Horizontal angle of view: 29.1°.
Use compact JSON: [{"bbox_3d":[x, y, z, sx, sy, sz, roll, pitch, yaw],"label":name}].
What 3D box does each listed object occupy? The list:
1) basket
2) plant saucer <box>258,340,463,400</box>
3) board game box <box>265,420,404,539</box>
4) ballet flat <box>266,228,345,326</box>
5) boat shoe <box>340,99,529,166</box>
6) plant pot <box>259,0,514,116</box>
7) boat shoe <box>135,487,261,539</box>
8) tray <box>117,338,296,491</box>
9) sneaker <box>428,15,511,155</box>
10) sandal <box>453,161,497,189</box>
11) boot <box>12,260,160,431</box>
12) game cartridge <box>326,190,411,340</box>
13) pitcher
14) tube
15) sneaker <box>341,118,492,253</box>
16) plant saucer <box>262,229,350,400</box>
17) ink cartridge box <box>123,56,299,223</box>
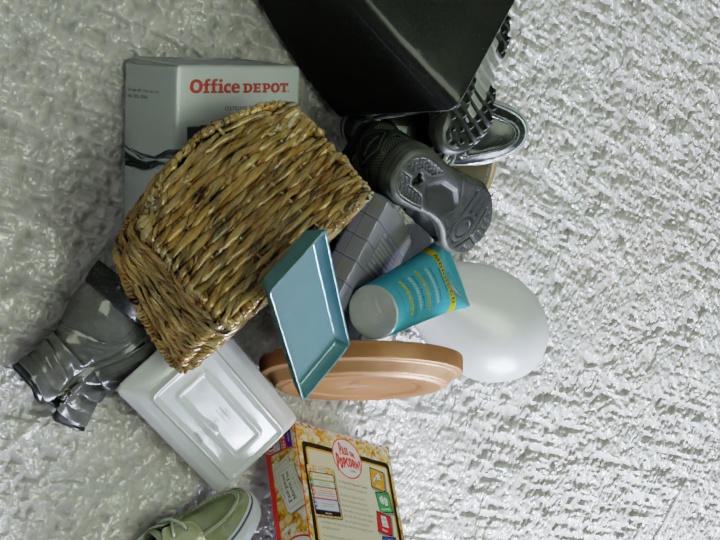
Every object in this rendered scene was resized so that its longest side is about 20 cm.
[{"bbox_3d":[-0.116,-0.035,1.177,0.143,0.149,0.200,46,60,-1],"label":"basket"},{"bbox_3d":[0.001,0.100,1.344,0.199,0.199,0.033,13,70,-44],"label":"plant saucer"},{"bbox_3d":[-0.018,0.263,1.394,0.151,0.046,0.201,23,48,-44],"label":"board game box"},{"bbox_3d":[-0.031,-0.019,1.392,0.072,0.071,0.201,44,71,-40],"label":"ballet flat"},{"bbox_3d":[0.081,-0.140,1.398,0.198,0.068,0.074,6,104,-15],"label":"boat shoe"},{"bbox_3d":[0.018,-0.280,1.292,0.177,0.199,0.201,39,73,-30],"label":"plant pot"},{"bbox_3d":[-0.176,0.266,1.300,0.200,0.072,0.062,-40,126,-28],"label":"boat shoe"},{"bbox_3d":[-0.133,0.128,1.274,0.107,0.022,0.200,-42,138,-7],"label":"tray"},{"bbox_3d":[0.085,-0.180,1.337,0.067,0.090,0.201,51,42,-35],"label":"sneaker"},{"bbox_3d":[0.098,-0.185,1.464,0.069,0.077,0.214,4,88,-42],"label":"sandal"},{"bbox_3d":[-0.215,0.090,1.238,0.132,0.070,0.200,-53,133,-7],"label":"boot"},{"bbox_3d":[0.000,0.000,1.321,0.200,0.038,0.130,51,62,-77],"label":"game cartridge"},{"bbox_3d":[0.097,0.065,1.496,0.199,0.121,0.172,28,90,-33],"label":"pitcher"},{"bbox_3d":[0.054,0.020,1.338,0.200,0.050,0.078,-24,98,-62],"label":"tube"},{"bbox_3d":[0.053,-0.087,1.345,0.076,0.114,0.199,-53,142,5],"label":"sneaker"},{"bbox_3d":[-0.044,0.038,1.154,0.070,0.019,0.200,-49,156,-20],"label":"plant saucer"},{"bbox_3d":[-0.134,-0.090,1.251,0.146,0.083,0.202,-8,104,-43],"label":"ink cartridge box"}]
